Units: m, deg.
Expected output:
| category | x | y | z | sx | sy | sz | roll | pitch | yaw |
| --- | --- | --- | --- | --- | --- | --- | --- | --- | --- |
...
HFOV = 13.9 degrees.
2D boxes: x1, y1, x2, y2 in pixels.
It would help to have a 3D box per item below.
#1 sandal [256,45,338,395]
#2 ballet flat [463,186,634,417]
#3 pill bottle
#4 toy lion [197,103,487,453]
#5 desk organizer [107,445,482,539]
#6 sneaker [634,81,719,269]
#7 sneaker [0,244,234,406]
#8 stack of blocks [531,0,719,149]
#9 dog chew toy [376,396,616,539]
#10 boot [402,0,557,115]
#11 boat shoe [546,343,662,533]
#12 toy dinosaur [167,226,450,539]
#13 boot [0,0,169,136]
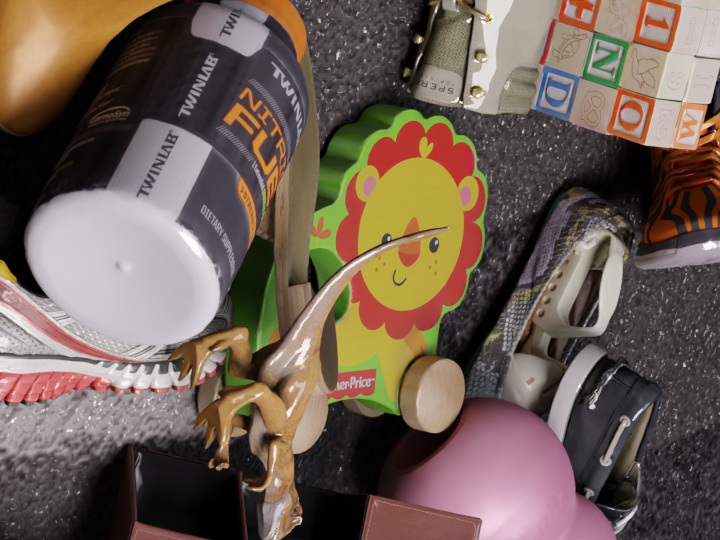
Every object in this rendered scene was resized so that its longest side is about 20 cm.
| category | x | y | z | sx | sy | sz | roll | pitch | yaw |
| --- | --- | --- | --- | --- | --- | --- | --- | --- | --- |
| sandal | -0.059 | -0.033 | 1.617 | 0.078 | 0.069 | 0.213 | 42 | 41 | -73 |
| ballet flat | 0.118 | 0.042 | 1.873 | 0.072 | 0.072 | 0.201 | 36 | 78 | -52 |
| pill bottle | -0.090 | -0.065 | 1.509 | 0.200 | 0.106 | 0.106 | -67 | 150 | -42 |
| toy lion | 0.000 | 0.000 | 1.722 | 0.200 | 0.068 | 0.193 | -5 | 104 | -49 |
| desk organizer | -0.039 | 0.155 | 1.638 | 0.199 | 0.072 | 0.077 | 14 | 83 | -14 |
| sneaker | 0.207 | -0.063 | 1.888 | 0.200 | 0.077 | 0.113 | -81 | 164 | -84 |
| sneaker | -0.138 | 0.020 | 1.542 | 0.200 | 0.078 | 0.083 | -5 | 109 | -50 |
| stack of blocks | 0.168 | -0.185 | 1.789 | 0.058 | 0.115 | 0.201 | 2 | 105 | -51 |
| dog chew toy | 0.101 | 0.174 | 1.806 | 0.200 | 0.124 | 0.125 | 50 | 64 | -17 |
| boot | 0.059 | -0.172 | 1.701 | 0.200 | 0.072 | 0.155 | 12 | 99 | -53 |
| boat shoe | 0.148 | 0.136 | 1.871 | 0.076 | 0.060 | 0.200 | -46 | 153 | -35 |
| toy dinosaur | -0.040 | 0.050 | 1.550 | 0.106 | 0.060 | 0.201 | -4 | 125 | -40 |
| boot | -0.105 | -0.148 | 1.449 | 0.071 | 0.144 | 0.202 | 14 | 96 | -51 |
